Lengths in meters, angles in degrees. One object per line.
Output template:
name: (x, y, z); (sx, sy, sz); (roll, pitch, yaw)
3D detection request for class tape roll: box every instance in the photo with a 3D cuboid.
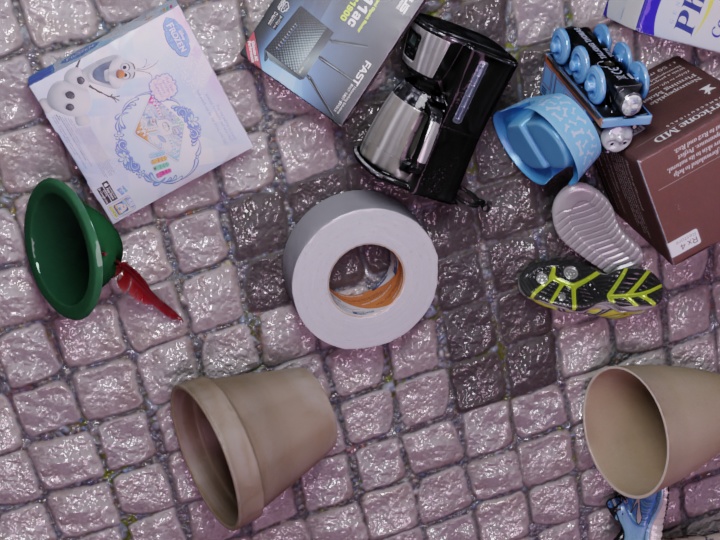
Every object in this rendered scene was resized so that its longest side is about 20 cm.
tape roll: (0.000, 0.000, 1.757); (0.198, 0.066, 0.202); (-6, 116, -13)

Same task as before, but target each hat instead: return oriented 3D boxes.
hat: (-0.299, -0.036, 1.654); (0.175, 0.166, 0.201); (-18, 153, -40)

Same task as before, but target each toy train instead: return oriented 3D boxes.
toy train: (0.292, -0.226, 1.665); (0.086, 0.201, 0.115); (-8, 127, -15)

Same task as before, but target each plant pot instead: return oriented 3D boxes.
plant pot: (-0.130, 0.214, 1.763); (0.172, 0.200, 0.202); (-20, 120, -24)
plant pot: (0.456, 0.214, 1.940); (0.198, 0.187, 0.189); (-9, 118, -27)

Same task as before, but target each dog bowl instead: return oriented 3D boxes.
dog bowl: (0.235, -0.167, 1.677); (0.049, 0.200, 0.112); (-35, 102, -10)

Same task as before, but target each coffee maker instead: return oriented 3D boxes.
coffee maker: (0.109, -0.199, 1.675); (0.191, 0.135, 0.201); (8, 115, -45)

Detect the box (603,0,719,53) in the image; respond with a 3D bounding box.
box: (0.435, -0.376, 1.686); (0.198, 0.105, 0.186); (8, 111, -19)

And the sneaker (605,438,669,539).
sneaker: (0.418, 0.349, 2.032); (0.089, 0.078, 0.202); (8, 99, 9)

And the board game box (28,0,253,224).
board game box: (-0.259, -0.188, 1.605); (0.198, 0.043, 0.201); (-28, 119, -1)

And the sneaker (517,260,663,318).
sneaker: (0.313, 0.037, 1.859); (0.198, 0.076, 0.077); (8, 153, -3)

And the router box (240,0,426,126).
router box: (-0.027, -0.293, 1.580); (0.149, 0.062, 0.201); (34, 102, -1)

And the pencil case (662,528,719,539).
pencil case: (0.540, 0.443, 2.109); (0.198, 0.089, 0.079); (-10, 86, -8)

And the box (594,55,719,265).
box: (0.407, -0.146, 1.731); (0.165, 0.200, 0.165); (-28, 118, -2)

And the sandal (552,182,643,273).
sandal: (0.316, -0.059, 1.834); (0.082, 0.050, 0.203); (-30, 133, 16)
